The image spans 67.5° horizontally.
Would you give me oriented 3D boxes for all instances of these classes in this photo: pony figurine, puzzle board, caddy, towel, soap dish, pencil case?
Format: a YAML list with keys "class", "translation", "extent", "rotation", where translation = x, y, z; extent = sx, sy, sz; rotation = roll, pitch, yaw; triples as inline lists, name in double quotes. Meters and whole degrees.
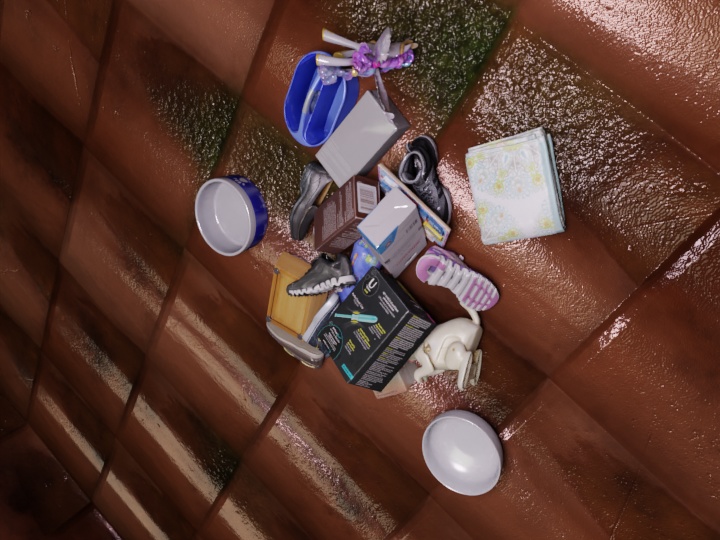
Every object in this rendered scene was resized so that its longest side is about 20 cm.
- class: "pony figurine"
  translation: [0.015, -0.403, 1.046]
  extent: [0.193, 0.197, 0.169]
  rotation: [3, 138, 3]
- class: "puzzle board"
  translation: [0.109, -0.130, 1.143]
  extent: [0.017, 0.151, 0.200]
  rotation: [-43, 80, -6]
- class: "caddy"
  translation: [-0.092, -0.376, 1.189]
  extent: [0.140, 0.105, 0.203]
  rotation: [35, 121, 14]
- class: "towel"
  translation: [0.304, -0.162, 1.064]
  extent: [0.167, 0.048, 0.206]
  rotation: [-7, 103, 36]
- class: "soap dish"
  translation: [-0.167, 0.074, 1.408]
  extent: [0.154, 0.081, 0.205]
  rotation: [26, 119, 21]
- class: "pencil case"
  translation: [0.000, 0.000, 1.280]
  extent: [0.204, 0.084, 0.079]
  rotation: [-67, 31, 28]

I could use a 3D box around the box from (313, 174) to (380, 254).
- class: "box"
  translation: [-0.033, -0.119, 1.209]
  extent: [0.198, 0.073, 0.104]
  rotation: [-29, 58, 53]

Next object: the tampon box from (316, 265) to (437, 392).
- class: "tampon box"
  translation: [0.034, 0.127, 1.156]
  extent: [0.201, 0.125, 0.151]
  rotation: [-50, 50, 12]

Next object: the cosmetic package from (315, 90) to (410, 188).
- class: "cosmetic package"
  translation: [0.003, -0.284, 1.179]
  extent: [0.199, 0.090, 0.108]
  rotation: [-40, 86, 32]

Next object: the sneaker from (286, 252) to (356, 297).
- class: "sneaker"
  translation: [-0.097, 0.009, 1.272]
  extent: [0.195, 0.066, 0.094]
  rotation: [-14, 80, 32]

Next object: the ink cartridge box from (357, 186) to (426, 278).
- class: "ink cartridge box"
  translation: [0.072, -0.073, 1.138]
  extent: [0.116, 0.200, 0.067]
  rotation: [-46, 67, -5]

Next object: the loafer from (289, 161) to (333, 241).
- class: "loafer"
  translation: [-0.120, -0.156, 1.307]
  extent: [0.071, 0.073, 0.205]
  rotation: [27, 120, 14]

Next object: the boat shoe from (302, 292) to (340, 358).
- class: "boat shoe"
  translation: [-0.071, 0.135, 1.310]
  extent: [0.090, 0.071, 0.201]
  rotation: [37, 140, 3]

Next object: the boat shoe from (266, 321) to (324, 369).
- class: "boat shoe"
  translation: [-0.180, 0.198, 1.467]
  extent: [0.196, 0.072, 0.061]
  rotation: [27, 127, 22]

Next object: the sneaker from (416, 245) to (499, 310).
- class: "sneaker"
  translation: [0.212, 0.008, 1.163]
  extent: [0.196, 0.089, 0.081]
  rotation: [29, 121, -7]

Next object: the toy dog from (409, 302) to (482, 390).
- class: "toy dog"
  translation: [0.165, 0.162, 1.209]
  extent: [0.194, 0.138, 0.201]
  rotation: [10, 99, 27]

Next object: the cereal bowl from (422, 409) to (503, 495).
- class: "cereal bowl"
  translation: [0.248, 0.418, 1.277]
  extent: [0.195, 0.083, 0.207]
  rotation: [11, 113, 28]

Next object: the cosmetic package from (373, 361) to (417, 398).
- class: "cosmetic package"
  translation: [0.052, 0.194, 1.314]
  extent: [0.102, 0.087, 0.205]
  rotation: [-23, 94, 35]

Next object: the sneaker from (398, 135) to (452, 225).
- class: "sneaker"
  translation: [0.130, -0.173, 1.121]
  extent: [0.074, 0.113, 0.206]
  rotation: [-9, 102, 31]

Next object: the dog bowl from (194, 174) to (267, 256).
- class: "dog bowl"
  translation: [-0.345, -0.149, 1.439]
  extent: [0.194, 0.078, 0.207]
  rotation: [11, 112, 27]
